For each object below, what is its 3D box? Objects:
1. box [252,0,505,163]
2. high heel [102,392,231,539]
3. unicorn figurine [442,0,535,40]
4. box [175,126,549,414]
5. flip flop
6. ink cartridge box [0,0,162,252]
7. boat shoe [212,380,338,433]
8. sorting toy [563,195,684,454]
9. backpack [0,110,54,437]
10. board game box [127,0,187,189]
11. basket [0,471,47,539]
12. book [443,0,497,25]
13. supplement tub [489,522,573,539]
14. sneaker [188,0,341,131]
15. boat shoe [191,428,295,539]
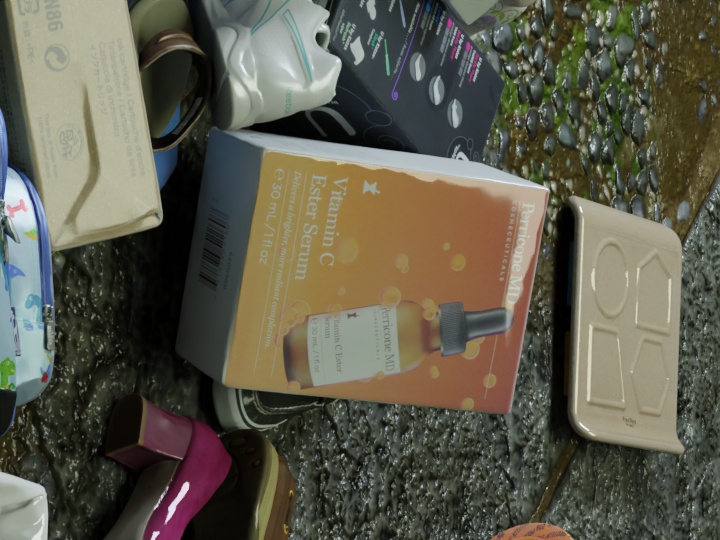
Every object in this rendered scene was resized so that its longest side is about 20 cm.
[{"bbox_3d":[-0.008,-0.137,1.770,0.200,0.122,0.106,46,54,-45],"label":"box"},{"bbox_3d":[-0.122,0.179,1.624,0.096,0.067,0.201,33,57,-40],"label":"high heel"},{"bbox_3d":[0.072,-0.188,1.901,0.074,0.200,0.138,20,61,-17],"label":"unicorn figurine"},{"bbox_3d":[0.000,0.000,1.683,0.199,0.106,0.153,6,98,-22],"label":"box"},{"bbox_3d":[-0.118,-0.108,1.553,0.200,0.057,0.081,-73,154,-68],"label":"flip flop"},{"bbox_3d":[-0.189,-0.118,1.439,0.075,0.165,0.201,-15,102,-29],"label":"ink cartridge box"},{"bbox_3d":[-0.027,0.054,1.785,0.200,0.063,0.071,-34,116,-53],"label":"boat shoe"},{"bbox_3d":[0.215,0.048,2.197,0.185,0.036,0.201,14,73,-56],"label":"sorting toy"},{"bbox_3d":[-0.251,-0.012,1.335,0.147,0.182,0.201,3,85,-59],"label":"backpack"},{"bbox_3d":[-0.156,-0.142,1.616,0.158,0.039,0.201,33,57,-67],"label":"board game box"},{"bbox_3d":[-0.256,0.199,1.368,0.135,0.123,0.201,21,70,-55],"label":"basket"},{"bbox_3d":[0.011,-0.261,1.769,0.134,0.048,0.200,46,8,-41],"label":"book"},{"bbox_3d":[0.158,0.290,2.008,0.200,0.122,0.123,59,43,-38],"label":"supplement tub"},{"bbox_3d":[-0.063,-0.151,1.636,0.201,0.080,0.071,-109,-162,-51],"label":"sneaker"},{"bbox_3d":[-0.080,0.203,1.689,0.068,0.072,0.201,44,50,-45],"label":"boat shoe"}]
